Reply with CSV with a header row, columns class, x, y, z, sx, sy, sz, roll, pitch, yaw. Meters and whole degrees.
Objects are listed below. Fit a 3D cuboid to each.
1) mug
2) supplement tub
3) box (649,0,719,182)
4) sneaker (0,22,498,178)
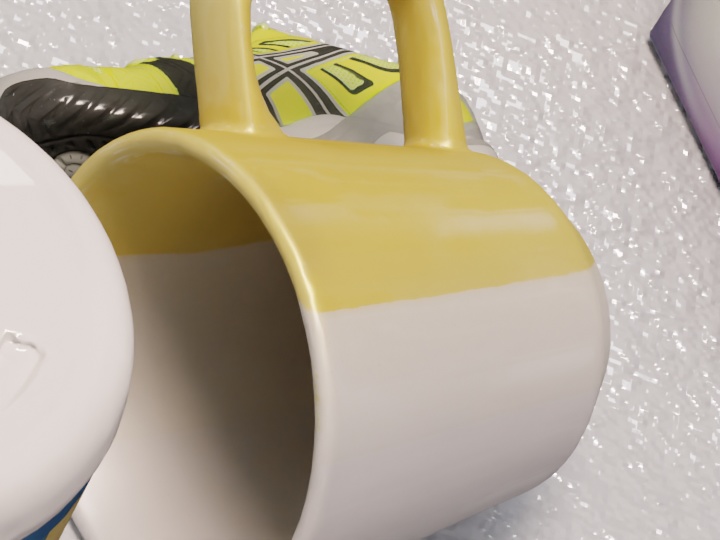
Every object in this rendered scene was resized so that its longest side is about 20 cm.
class,x,y,z,sx,sy,sz,roll,pitch,yaw
mug,0.003,0.009,0.916,0.153,0.187,0.149,-8,39,-40
supplement tub,-0.153,0.057,0.779,0.144,0.200,0.145,12,50,-15
box,0.225,-0.074,1.061,0.123,0.199,0.201,-6,58,-26
sneaker,-0.046,-0.045,1.004,0.199,0.076,0.077,7,44,-34
